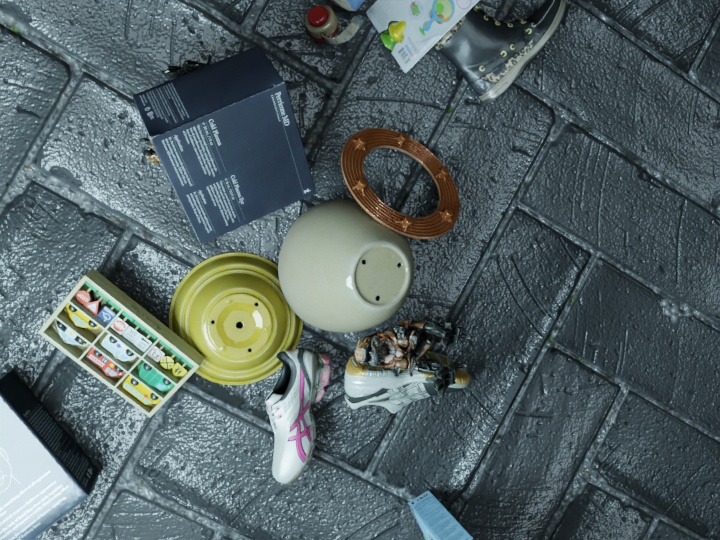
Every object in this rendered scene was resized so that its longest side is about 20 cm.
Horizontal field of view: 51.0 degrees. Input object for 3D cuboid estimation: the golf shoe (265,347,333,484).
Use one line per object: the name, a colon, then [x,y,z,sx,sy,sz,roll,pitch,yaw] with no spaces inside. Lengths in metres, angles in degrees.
golf shoe: [-0.108,0.213,1.115,0.092,0.073,0.201,15,84,-32]

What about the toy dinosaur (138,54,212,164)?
toy dinosaur: [-0.224,-0.227,1.077,0.200,0.102,0.136,-36,123,-22]

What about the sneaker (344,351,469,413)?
sneaker: [0.068,0.177,1.169,0.199,0.076,0.088,5,115,-14]

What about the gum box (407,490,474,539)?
gum box: [0.149,0.441,1.124,0.044,0.200,0.170,-27,99,-9]

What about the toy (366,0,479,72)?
toy: [0.108,-0.396,1.094,0.200,0.047,0.115,-37,81,36]

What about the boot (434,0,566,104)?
boot: [0.207,-0.376,1.157,0.150,0.073,0.200,38,94,-12]

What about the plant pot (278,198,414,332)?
plant pot: [0.000,0.000,1.079,0.200,0.134,0.201,-4,98,-27]

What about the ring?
ring: [0.064,-0.133,1.104,0.200,0.019,0.201,16,51,-21]

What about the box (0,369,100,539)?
box: [-0.485,0.265,1.029,0.148,0.107,0.200,-37,100,-7]

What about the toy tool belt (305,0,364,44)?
toy tool belt: [-0.028,-0.437,1.070,0.125,0.123,0.200,33,86,22]

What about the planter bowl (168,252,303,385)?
planter bowl: [-0.177,0.075,1.095,0.200,0.083,0.201,-1,93,-11]

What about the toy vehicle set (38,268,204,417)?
toy vehicle set: [-0.337,0.105,1.065,0.200,0.027,0.124,40,111,-11]

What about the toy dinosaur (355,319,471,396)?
toy dinosaur: [0.083,0.104,1.110,0.200,0.136,0.102,-35,127,-39]

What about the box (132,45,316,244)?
box: [-0.177,-0.166,1.020,0.182,0.104,0.200,-24,140,-9]
